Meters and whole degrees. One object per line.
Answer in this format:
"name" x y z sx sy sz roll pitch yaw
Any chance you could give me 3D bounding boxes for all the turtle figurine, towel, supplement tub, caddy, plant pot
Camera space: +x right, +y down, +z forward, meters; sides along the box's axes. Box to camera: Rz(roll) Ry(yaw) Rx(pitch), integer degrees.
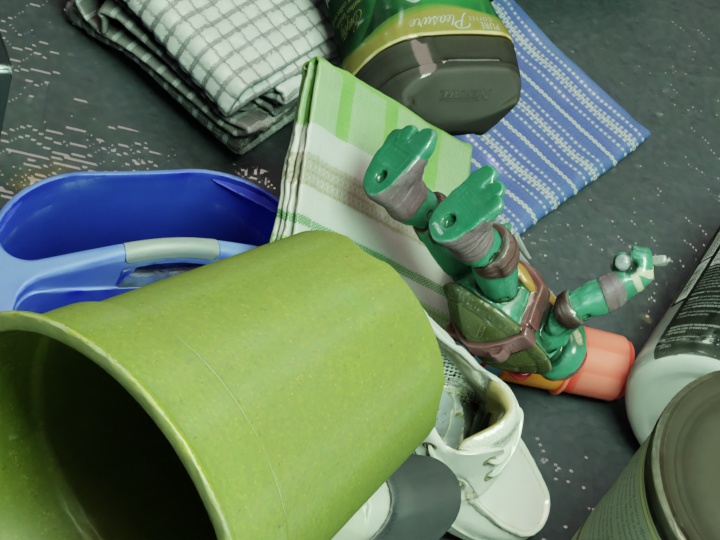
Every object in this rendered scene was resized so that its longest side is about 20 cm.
"turtle figurine" 0.088 0.004 1.229 0.149 0.200 0.101 11 69 42
"towel" 0.081 -0.094 1.461 0.145 0.024 0.200 45 52 13
"towel" 0.000 0.000 1.253 0.149 0.031 0.201 28 63 -45
"supplement tub" 0.251 0.034 1.367 0.122 0.123 0.200 34 50 6
"caddy" -0.115 0.014 1.251 0.199 0.105 0.142 -3 57 -23
"plant pot" -0.063 0.071 1.067 0.200 0.200 0.190 45 49 15
"towel" -0.071 -0.175 1.426 0.166 0.086 0.200 44 51 11

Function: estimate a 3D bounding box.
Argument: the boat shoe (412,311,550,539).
"boat shoe" 0.056 0.087 1.228 0.200 0.069 0.071 46 50 -36

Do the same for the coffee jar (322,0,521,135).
"coffee jar" 0.023 -0.174 1.358 0.104 0.085 0.201 -4 66 -33

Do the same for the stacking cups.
"stacking cups" 0.064 0.043 1.337 0.199 0.061 0.061 16 51 -14

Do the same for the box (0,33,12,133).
"box" -0.294 -0.139 1.279 0.147 0.105 0.201 -2 47 -23

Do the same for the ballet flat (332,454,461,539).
"ballet flat" -0.043 0.136 1.167 0.199 0.073 0.073 -17 59 -2

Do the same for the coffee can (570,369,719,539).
"coffee can" 0.182 0.166 1.192 0.145 0.200 0.147 11 52 -14
